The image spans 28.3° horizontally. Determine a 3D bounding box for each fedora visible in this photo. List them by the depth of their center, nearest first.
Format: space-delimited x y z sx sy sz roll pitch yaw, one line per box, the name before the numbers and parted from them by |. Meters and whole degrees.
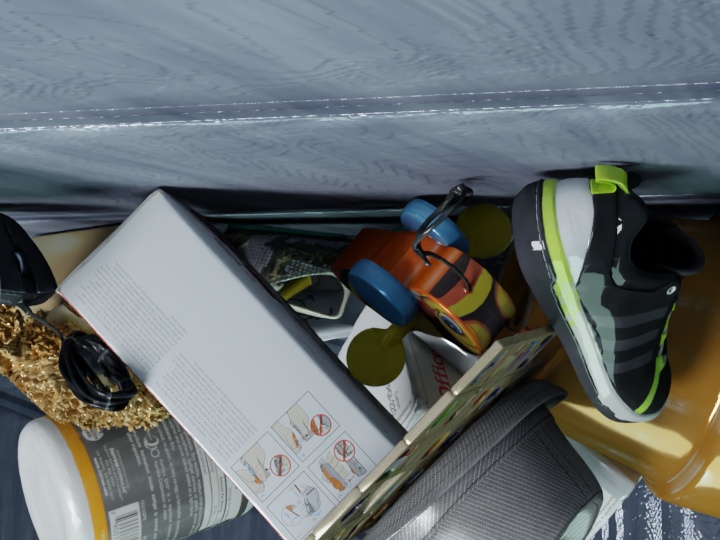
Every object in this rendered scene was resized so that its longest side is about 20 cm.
fedora | 0.071 0.157 0.845 0.200 0.090 0.176 -51 165 27

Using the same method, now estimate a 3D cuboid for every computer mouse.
computer mouse | -0.183 0.015 0.813 0.200 0.034 0.058 38 -161 36

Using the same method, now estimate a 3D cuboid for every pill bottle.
pill bottle | -0.141 0.139 1.053 0.198 0.118 0.116 -16 -175 -30

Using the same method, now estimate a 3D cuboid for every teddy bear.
teddy bear | -0.183 0.056 0.919 0.145 0.067 0.200 38 171 15

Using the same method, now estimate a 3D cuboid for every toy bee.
toy bee | 0.045 0.021 0.845 0.131 0.109 0.200 -44 -171 7

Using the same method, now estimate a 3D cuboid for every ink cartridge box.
ink cartridge box | -0.065 0.060 0.852 0.084 0.200 0.176 -43 174 1
ink cartridge box | 0.093 0.106 1.068 0.198 0.085 0.146 21 -150 -24

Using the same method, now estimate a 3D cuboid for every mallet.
mallet | -0.067 0.029 1.097 0.065 0.042 0.200 -1 -156 32

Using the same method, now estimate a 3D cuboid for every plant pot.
plant pot | 0.184 0.043 0.941 0.181 0.202 0.200 16 175 -6

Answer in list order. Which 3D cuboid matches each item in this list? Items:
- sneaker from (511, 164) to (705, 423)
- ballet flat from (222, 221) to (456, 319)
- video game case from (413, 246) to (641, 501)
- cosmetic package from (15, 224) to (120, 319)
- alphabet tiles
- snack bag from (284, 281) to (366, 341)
sneaker | 0.149 0.017 0.769 0.082 0.072 0.200 -15 141 22
ballet flat | 0.000 0.000 1.013 0.198 0.073 0.072 -1 177 -3
video game case | 0.146 0.065 1.071 0.199 0.023 0.182 39 -151 9
cosmetic package | -0.171 0.027 1.020 0.199 0.071 0.105 -6 134 49
alphabet tiles | 0.043 0.090 0.770 0.167 0.008 0.200 -48 167 14
snack bag | -0.089 0.031 1.174 0.198 0.022 0.189 -10 -158 -10
